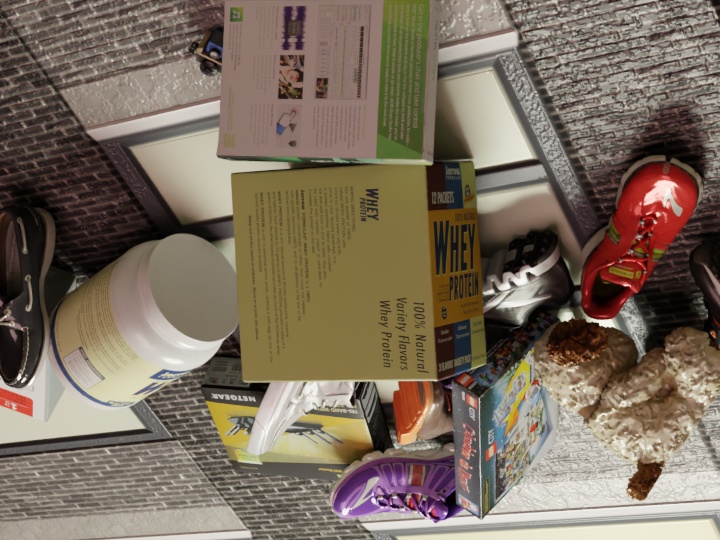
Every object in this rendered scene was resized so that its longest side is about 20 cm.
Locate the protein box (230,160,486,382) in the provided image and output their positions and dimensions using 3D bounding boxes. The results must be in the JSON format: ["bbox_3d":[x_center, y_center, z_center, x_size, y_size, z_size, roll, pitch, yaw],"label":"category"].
[{"bbox_3d":[0.000,0.000,1.448,0.199,0.135,0.200,-2,92,25],"label":"protein box"}]

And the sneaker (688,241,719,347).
[{"bbox_3d":[0.358,0.058,1.480,0.090,0.070,0.200,-25,123,36],"label":"sneaker"}]

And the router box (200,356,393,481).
[{"bbox_3d":[-0.071,0.177,1.794,0.199,0.052,0.158,2,136,20],"label":"router box"}]

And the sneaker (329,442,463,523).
[{"bbox_3d":[0.063,0.251,1.748,0.198,0.084,0.081,-11,132,-4],"label":"sneaker"}]

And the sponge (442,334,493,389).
[{"bbox_3d":[0.083,0.084,1.594,0.111,0.030,0.200,-1,158,24],"label":"sponge"}]

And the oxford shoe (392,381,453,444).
[{"bbox_3d":[0.077,0.138,1.624,0.072,0.072,0.200,-6,167,-5],"label":"oxford shoe"}]

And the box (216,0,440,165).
[{"bbox_3d":[-0.029,-0.168,1.358,0.199,0.146,0.036,3,179,21],"label":"box"}]

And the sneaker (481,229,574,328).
[{"bbox_3d":[0.129,0.027,1.544,0.199,0.067,0.091,-18,123,33],"label":"sneaker"}]

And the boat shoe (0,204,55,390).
[{"bbox_3d":[-0.376,0.029,1.662,0.073,0.202,0.060,9,-179,33],"label":"boat shoe"}]

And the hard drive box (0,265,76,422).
[{"bbox_3d":[-0.422,0.070,1.805,0.155,0.077,0.201,18,139,4],"label":"hard drive box"}]

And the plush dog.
[{"bbox_3d":[0.245,0.115,1.500,0.171,0.161,0.200,33,169,8],"label":"plush dog"}]

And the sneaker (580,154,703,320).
[{"bbox_3d":[0.259,-0.023,1.424,0.077,0.085,0.201,19,139,-1],"label":"sneaker"}]

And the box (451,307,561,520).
[{"bbox_3d":[0.154,0.151,1.609,0.038,0.136,0.201,30,144,31],"label":"box"}]

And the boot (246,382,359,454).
[{"bbox_3d":[-0.053,0.137,1.673,0.095,0.074,0.201,24,121,-1],"label":"boot"}]

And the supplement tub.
[{"bbox_3d":[-0.235,0.055,1.661,0.145,0.146,0.200,40,135,-21],"label":"supplement tub"}]

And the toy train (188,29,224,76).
[{"bbox_3d":[-0.066,-0.175,1.434,0.199,0.034,0.046,24,135,-4],"label":"toy train"}]
